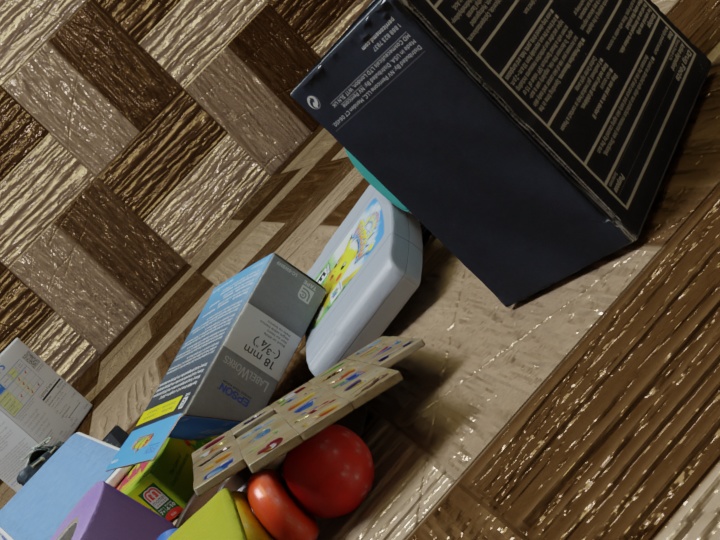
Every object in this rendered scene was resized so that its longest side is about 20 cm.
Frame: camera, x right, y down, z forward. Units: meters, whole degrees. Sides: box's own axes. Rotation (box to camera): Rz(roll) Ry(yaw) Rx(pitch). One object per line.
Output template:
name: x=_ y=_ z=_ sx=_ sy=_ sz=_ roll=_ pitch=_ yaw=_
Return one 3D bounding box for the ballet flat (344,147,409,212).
ballet flat: x=0.059 y=-0.073 z=0.818 sx=0.069 sy=0.069 sz=0.200 roll=-46 pitch=45 yaw=0

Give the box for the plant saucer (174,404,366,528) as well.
plant saucer: x=-0.076 y=0.156 z=0.738 sx=0.200 sy=0.032 sz=0.200 roll=-42 pitch=12 yaw=12

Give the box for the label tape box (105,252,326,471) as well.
label tape box: x=-0.124 y=0.096 z=0.879 sx=0.144 sy=0.063 sz=0.200 roll=-26 pitch=32 yaw=59

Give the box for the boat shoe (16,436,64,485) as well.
boat shoe: x=-0.509 y=0.311 z=1.645 sx=0.075 sy=0.062 sz=0.200 roll=-46 pitch=11 yaw=6

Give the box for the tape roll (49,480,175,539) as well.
tape roll: x=-0.213 y=0.252 z=0.724 sx=0.200 sy=0.066 sz=0.200 roll=-52 pitch=11 yaw=15

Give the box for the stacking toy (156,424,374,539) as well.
stacking toy: x=-0.076 y=0.164 z=0.604 sx=0.200 sy=0.085 sz=0.085 roll=-41 pitch=11 yaw=-2

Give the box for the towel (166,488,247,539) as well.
towel: x=-0.069 y=0.191 z=0.477 sx=0.086 sy=0.018 sz=0.200 roll=-42 pitch=31 yaw=3

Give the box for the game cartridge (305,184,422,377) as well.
game cartridge: x=0.000 y=0.000 z=0.884 sx=0.133 sy=0.040 sz=0.200 roll=-50 pitch=18 yaw=15

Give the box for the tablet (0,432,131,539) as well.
tablet: x=-0.298 y=0.221 z=1.019 sx=0.130 sy=0.014 sz=0.200 roll=-48 pitch=21 yaw=-23

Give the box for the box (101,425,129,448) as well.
box: x=-0.322 y=0.272 z=1.164 sx=0.199 sy=0.050 sz=0.200 roll=-48 pitch=11 yaw=-14

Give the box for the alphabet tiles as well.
alphabet tiles: x=-0.035 y=0.089 z=0.664 sx=0.167 sy=0.008 sz=0.200 roll=-31 pitch=3 yaw=-10

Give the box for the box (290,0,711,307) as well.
box: x=0.096 y=-0.122 z=0.656 sx=0.123 sy=0.198 sz=0.200 roll=-35 pitch=15 yaw=49

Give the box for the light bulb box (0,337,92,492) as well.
light bulb box: x=-0.641 y=0.268 z=1.914 sx=0.125 sy=0.200 sz=0.198 roll=-41 pitch=12 yaw=19

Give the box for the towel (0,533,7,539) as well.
towel: x=-0.373 y=0.341 z=1.017 sx=0.200 sy=0.024 sz=0.147 roll=-49 pitch=40 yaw=-14

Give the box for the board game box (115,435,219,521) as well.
board game box: x=-0.189 y=0.182 z=0.998 sx=0.102 sy=0.048 sz=0.200 roll=-41 pitch=12 yaw=21

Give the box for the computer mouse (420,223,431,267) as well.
computer mouse: x=0.081 y=-0.058 z=0.872 sx=0.141 sy=0.046 sz=0.200 roll=-50 pitch=12 yaw=-18
